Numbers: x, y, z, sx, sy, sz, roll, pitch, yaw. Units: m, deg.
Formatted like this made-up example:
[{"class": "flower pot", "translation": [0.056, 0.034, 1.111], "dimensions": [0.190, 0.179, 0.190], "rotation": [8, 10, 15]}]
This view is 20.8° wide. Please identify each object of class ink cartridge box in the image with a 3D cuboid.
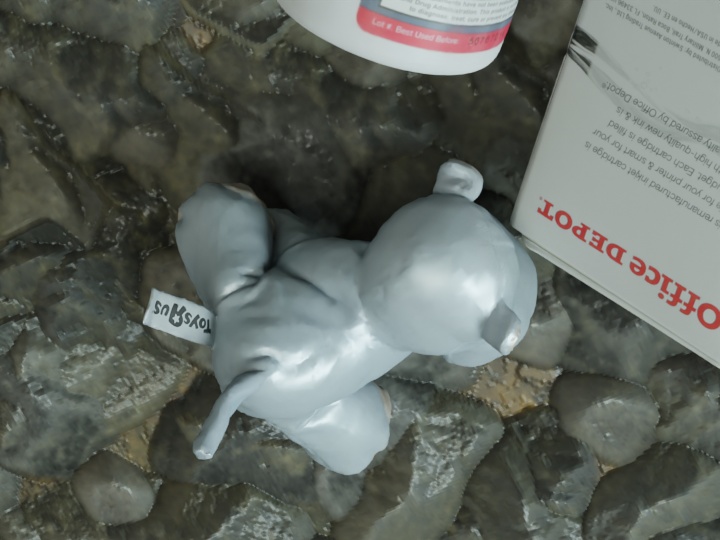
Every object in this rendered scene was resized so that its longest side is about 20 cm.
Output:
[{"class": "ink cartridge box", "translation": [0.173, -0.077, 0.920], "dimensions": [0.146, 0.084, 0.201], "rotation": [35, 123, 30]}]

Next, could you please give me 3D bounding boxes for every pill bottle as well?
[{"class": "pill bottle", "translation": [0.040, -0.205, 0.911], "dimensions": [0.119, 0.120, 0.201], "rotation": [23, 118, 6]}]

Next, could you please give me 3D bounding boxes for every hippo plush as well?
[{"class": "hippo plush", "translation": [0.000, 0.000, 0.991], "dimensions": [0.160, 0.200, 0.160], "rotation": [-28, 70, 16]}]
